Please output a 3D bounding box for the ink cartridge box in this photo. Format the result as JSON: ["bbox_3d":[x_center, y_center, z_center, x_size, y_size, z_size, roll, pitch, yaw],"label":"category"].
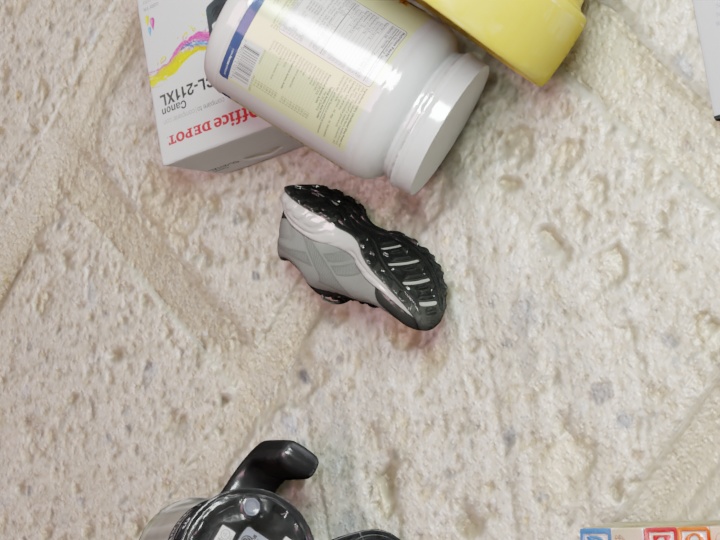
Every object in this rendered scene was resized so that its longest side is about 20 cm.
[{"bbox_3d":[-0.115,-0.202,1.798,0.145,0.083,0.201,-17,78,37],"label":"ink cartridge box"}]

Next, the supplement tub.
[{"bbox_3d":[-0.011,-0.165,1.641,0.200,0.145,0.145,32,111,8],"label":"supplement tub"}]

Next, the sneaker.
[{"bbox_3d":[0.000,0.000,1.718,0.200,0.074,0.080,38,122,40],"label":"sneaker"}]

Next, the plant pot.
[{"bbox_3d":[0.113,-0.275,1.557,0.201,0.201,0.189,38,96,33],"label":"plant pot"}]

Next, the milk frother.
[{"bbox_3d":[-0.070,0.262,1.733,0.200,0.180,0.188,52,162,-5],"label":"milk frother"}]

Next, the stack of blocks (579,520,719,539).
[{"bbox_3d":[0.265,0.245,1.498,0.199,0.058,0.116,-6,86,39],"label":"stack of blocks"}]

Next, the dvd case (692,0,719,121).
[{"bbox_3d":[0.308,-0.225,1.496,0.142,0.018,0.201,-16,79,39],"label":"dvd case"}]
